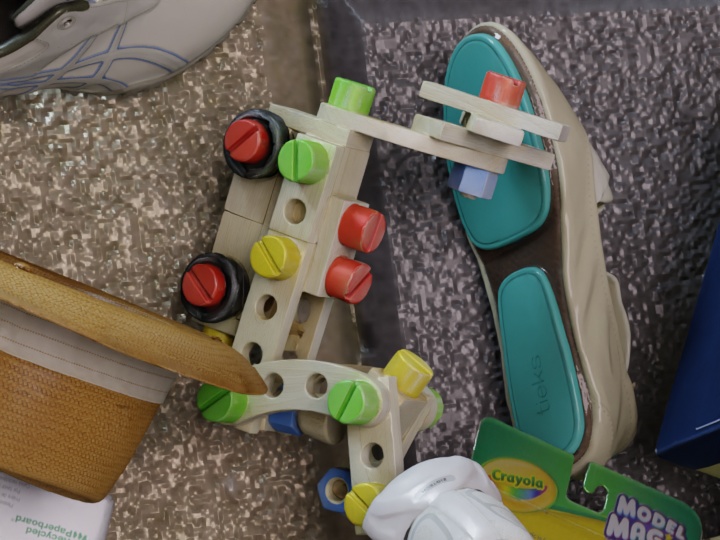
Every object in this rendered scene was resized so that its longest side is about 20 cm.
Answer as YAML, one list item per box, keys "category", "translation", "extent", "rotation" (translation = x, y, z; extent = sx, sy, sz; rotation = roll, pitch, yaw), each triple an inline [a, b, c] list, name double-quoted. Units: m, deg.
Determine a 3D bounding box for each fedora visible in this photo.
- category: "fedora"
  translation: [-0.134, 0.037, 1.140]
  extent: [0.200, 0.201, 0.082]
  rotation: [22, 89, -15]

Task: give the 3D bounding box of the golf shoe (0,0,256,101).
- category: "golf shoe"
  translation: [-0.115, -0.109, 1.218]
  extent: [0.200, 0.097, 0.078]
  rotation: [-24, 87, -23]

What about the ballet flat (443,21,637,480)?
- category: "ballet flat"
  translation: [0.083, -0.009, 1.296]
  extent: [0.069, 0.069, 0.200]
  rotation: [-7, 85, -21]

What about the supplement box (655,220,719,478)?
- category: "supplement box"
  translation: [0.257, 0.009, 1.222]
  extent: [0.200, 0.134, 0.200]
  rotation: [21, 73, -11]

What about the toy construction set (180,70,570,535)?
- category: "toy construction set"
  translation: [0.000, 0.000, 1.223]
  extent: [0.131, 0.092, 0.200]
  rotation: [20, 81, 30]

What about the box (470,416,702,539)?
- category: "box"
  translation: [0.058, 0.172, 1.247]
  extent: [0.117, 0.048, 0.200]
  rotation: [25, 82, -14]

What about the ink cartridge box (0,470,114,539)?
- category: "ink cartridge box"
  translation: [-0.214, 0.158, 1.164]
  extent: [0.196, 0.043, 0.200]
  rotation: [18, 75, -18]

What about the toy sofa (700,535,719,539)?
- category: "toy sofa"
  translation: [0.224, 0.074, 1.316]
  extent: [0.098, 0.083, 0.200]
  rotation: [36, 71, -9]

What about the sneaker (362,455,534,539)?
- category: "sneaker"
  translation: [0.067, 0.170, 1.172]
  extent: [0.075, 0.081, 0.200]
  rotation: [-34, 114, -17]
